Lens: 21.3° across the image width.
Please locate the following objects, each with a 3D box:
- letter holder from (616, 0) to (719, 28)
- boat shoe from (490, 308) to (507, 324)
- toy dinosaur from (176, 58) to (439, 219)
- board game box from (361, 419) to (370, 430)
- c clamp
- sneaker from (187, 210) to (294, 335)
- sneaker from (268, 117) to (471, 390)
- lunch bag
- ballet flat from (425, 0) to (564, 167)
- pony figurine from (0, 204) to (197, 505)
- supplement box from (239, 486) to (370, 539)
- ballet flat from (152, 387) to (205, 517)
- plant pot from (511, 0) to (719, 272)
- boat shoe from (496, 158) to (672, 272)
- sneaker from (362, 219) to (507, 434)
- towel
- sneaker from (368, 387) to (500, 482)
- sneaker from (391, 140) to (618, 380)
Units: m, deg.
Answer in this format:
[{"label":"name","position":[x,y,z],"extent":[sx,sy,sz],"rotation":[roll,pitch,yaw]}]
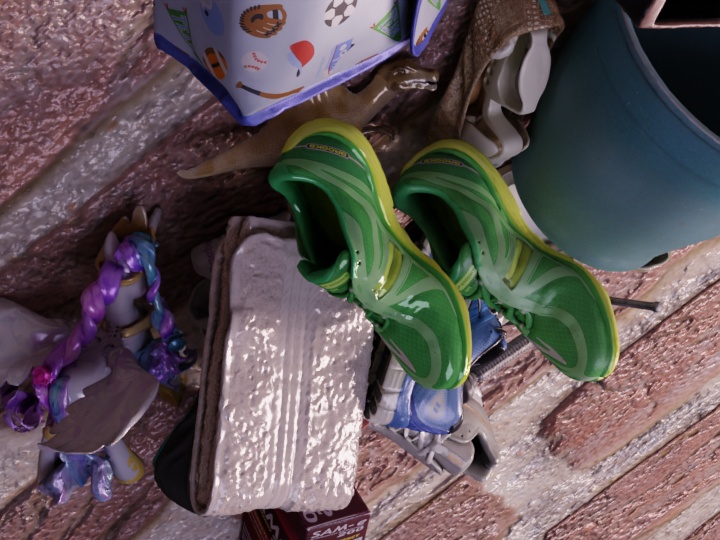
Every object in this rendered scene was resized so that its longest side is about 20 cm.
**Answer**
[{"label":"letter holder","position":[0.187,-0.243,1.130],"extent":[0.142,0.200,0.101],"rotation":[-4,137,-33]},{"label":"boat shoe","position":[0.046,0.035,1.443],"extent":[0.201,0.072,0.061],"rotation":[-33,129,-42]},{"label":"toy dinosaur","position":[-0.040,-0.085,1.299],"extent":[0.200,0.058,0.101],"rotation":[-26,130,-19]},{"label":"board game box","position":[-0.068,0.141,1.442],"extent":[0.103,0.019,0.200],"rotation":[-36,-173,-18]},{"label":"c clamp","position":[0.105,0.056,1.479],"extent":[0.200,0.171,0.027],"rotation":[-30,110,-29]},{"label":"sneaker","position":[-0.071,0.032,1.403],"extent":[0.100,0.075,0.200],"rotation":[-13,140,0]},{"label":"sneaker","position":[0.000,0.000,1.248],"extent":[0.074,0.200,0.084],"rotation":[-20,-164,49]},{"label":"lunch bag","position":[-0.012,-0.202,1.110],"extent":[0.200,0.124,0.170],"rotation":[-28,147,-28]},{"label":"ballet flat","position":[0.093,-0.118,1.329],"extent":[0.070,0.065,0.200],"rotation":[-15,142,-24]},{"label":"pony figurine","position":[-0.189,0.071,1.307],"extent":[0.193,0.166,0.200],"rotation":[-48,153,-36]},{"label":"supplement box","position":[-0.051,0.228,1.606],"extent":[0.061,0.109,0.200],"rotation":[-13,140,-22]},{"label":"ballet flat","position":[-0.082,0.093,1.337],"extent":[0.068,0.068,0.200],"rotation":[-6,132,-42]},{"label":"plant pot","position":[0.208,-0.102,1.341],"extent":[0.200,0.200,0.188],"rotation":[-1,150,-36]},{"label":"boat shoe","position":[0.167,-0.043,1.471],"extent":[0.200,0.068,0.075],"rotation":[5,131,-40]},{"label":"sneaker","position":[0.061,0.030,1.375],"extent":[0.089,0.200,0.079],"rotation":[23,154,-16]},{"label":"towel","position":[-0.046,0.065,1.282],"extent":[0.132,0.034,0.200],"rotation":[4,93,-41]},{"label":"sneaker","position":[0.051,0.121,1.566],"extent":[0.200,0.092,0.076],"rotation":[19,121,-47]},{"label":"sneaker","position":[0.093,0.004,1.304],"extent":[0.084,0.200,0.074],"rotation":[-33,167,-38]}]
